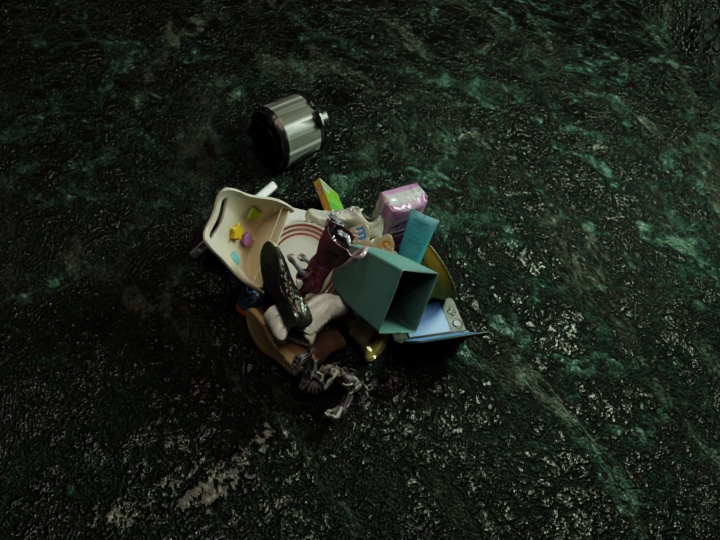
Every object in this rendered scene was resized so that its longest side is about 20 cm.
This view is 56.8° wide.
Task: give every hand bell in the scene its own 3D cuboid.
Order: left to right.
[{"bbox_3d":[-0.035,0.115,1.536,0.197,0.106,0.104,28,48,26],"label":"hand bell"}]

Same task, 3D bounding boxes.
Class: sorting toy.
[{"bbox_3d":[-0.257,-0.083,1.429,0.104,0.179,0.205,11,74,36],"label":"sorting toy"}]

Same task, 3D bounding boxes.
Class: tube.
[{"bbox_3d":[0.113,-0.032,1.531,0.076,0.206,0.050,22,8,20],"label":"tube"}]

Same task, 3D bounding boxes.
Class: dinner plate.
[{"bbox_3d":[-0.133,-0.009,1.528,0.193,0.024,0.207,3,80,-15],"label":"dinner plate"}]

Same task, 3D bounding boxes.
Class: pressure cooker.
[{"bbox_3d":[-0.183,-0.387,1.824,0.198,0.181,0.176,-31,61,-33],"label":"pressure cooker"}]

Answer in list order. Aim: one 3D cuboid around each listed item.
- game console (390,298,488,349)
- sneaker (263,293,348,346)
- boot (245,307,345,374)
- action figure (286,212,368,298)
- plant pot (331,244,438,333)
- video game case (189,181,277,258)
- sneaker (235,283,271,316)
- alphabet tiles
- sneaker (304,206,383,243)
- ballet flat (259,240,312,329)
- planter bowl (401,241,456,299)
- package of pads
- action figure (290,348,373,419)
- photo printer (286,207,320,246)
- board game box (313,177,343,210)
[{"bbox_3d":[0.172,0.116,1.556,0.194,0.118,0.179,-5,53,-20],"label":"game console"},{"bbox_3d":[-0.108,0.116,1.438,0.195,0.079,0.101,-12,61,-26],"label":"sneaker"},{"bbox_3d":[-0.147,0.138,1.496,0.200,0.073,0.164,44,41,21],"label":"boot"},{"bbox_3d":[-0.079,-0.012,1.439,0.146,0.203,0.134,31,21,3],"label":"action figure"},{"bbox_3d":[0.038,0.024,1.463,0.198,0.145,0.139,33,17,36],"label":"plant pot"},{"bbox_3d":[-0.301,-0.118,1.578,0.023,0.181,0.201,49,51,-10],"label":"video game case"},{"bbox_3d":[-0.213,0.021,1.548,0.074,0.079,0.201,29,50,8],"label":"sneaker"},{"bbox_3d":[0.000,0.000,1.569,0.190,0.015,0.206,-18,97,4],"label":"alphabet tiles"},{"bbox_3d":[-0.036,-0.120,1.591,0.194,0.083,0.076,16,27,-5],"label":"sneaker"},{"bbox_3d":[-0.160,0.032,1.396,0.056,0.066,0.205,-1,63,-54],"label":"ballet flat"},{"bbox_3d":[0.140,0.007,1.614,0.082,0.202,0.202,-35,64,-8],"label":"planter bowl"},{"bbox_3d":[0.082,-0.118,1.664,0.118,0.202,0.077,-15,57,-28],"label":"package of pads"},{"bbox_3d":[-0.062,0.241,1.399,0.198,0.104,0.118,33,2,-40],"label":"action figure"},{"bbox_3d":[-0.180,-0.102,1.634,0.194,0.071,0.168,13,25,-4],"label":"photo printer"},{"bbox_3d":[-0.061,-0.141,1.721,0.030,0.095,0.203,-34,55,14],"label":"board game box"}]
